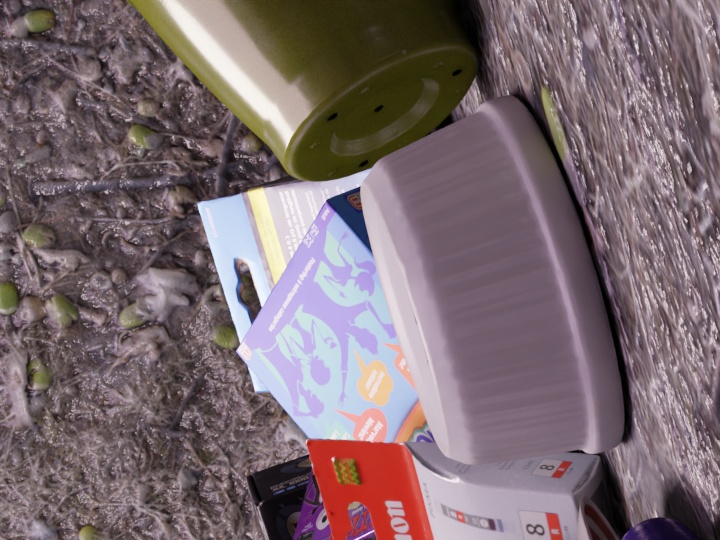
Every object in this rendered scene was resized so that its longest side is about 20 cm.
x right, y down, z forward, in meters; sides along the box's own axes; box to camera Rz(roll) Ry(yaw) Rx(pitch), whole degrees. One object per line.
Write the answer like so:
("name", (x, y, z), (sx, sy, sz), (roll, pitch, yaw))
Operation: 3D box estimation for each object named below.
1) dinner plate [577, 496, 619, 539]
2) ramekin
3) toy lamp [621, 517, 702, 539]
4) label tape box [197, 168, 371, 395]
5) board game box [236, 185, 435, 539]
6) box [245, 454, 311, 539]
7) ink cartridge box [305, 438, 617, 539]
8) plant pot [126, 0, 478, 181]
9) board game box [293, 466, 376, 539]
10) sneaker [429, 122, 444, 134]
("dinner plate", (0.146, 0.206, 1.139), (0.200, 0.024, 0.200), (62, -173, -13))
("ramekin", (0.067, 0.013, 1.251), (0.202, 0.094, 0.203), (163, 90, -85))
("toy lamp", (0.159, 0.181, 0.993), (0.200, 0.058, 0.058), (-115, 9, -55))
("label tape box", (0.000, 0.000, 1.518), (0.200, 0.063, 0.145), (-7, 103, 43))
("board game box", (0.023, 0.069, 1.446), (0.200, 0.045, 0.152), (48, 132, 19))
("box", (0.020, 0.177, 1.792), (0.164, 0.200, 0.086), (-152, 43, -85))
("ink cartridge box", (0.062, 0.181, 1.395), (0.050, 0.200, 0.162), (-52, -45, -51))
("plant pot", (-0.031, -0.163, 1.355), (0.193, 0.200, 0.200), (59, 171, 19))
("board game box", (0.027, 0.133, 1.573), (0.200, 0.032, 0.120), (-32, 39, 45))
("sneaker", (0.036, -0.033, 1.576), (0.146, 0.077, 0.203), (76, 176, -68))
